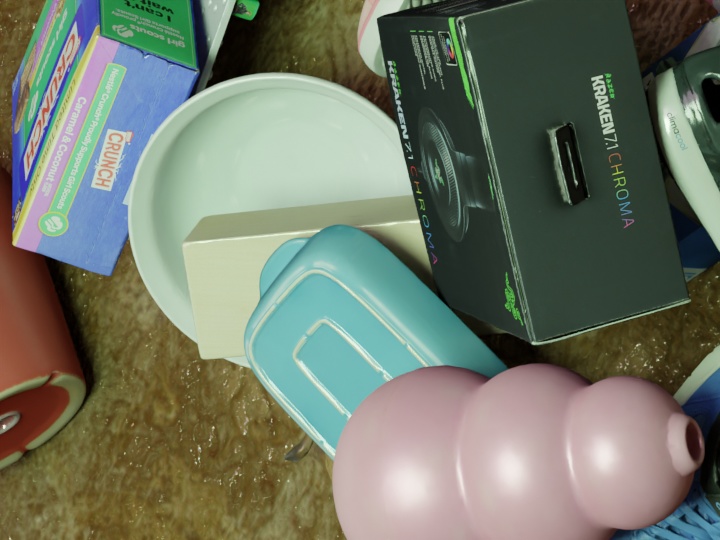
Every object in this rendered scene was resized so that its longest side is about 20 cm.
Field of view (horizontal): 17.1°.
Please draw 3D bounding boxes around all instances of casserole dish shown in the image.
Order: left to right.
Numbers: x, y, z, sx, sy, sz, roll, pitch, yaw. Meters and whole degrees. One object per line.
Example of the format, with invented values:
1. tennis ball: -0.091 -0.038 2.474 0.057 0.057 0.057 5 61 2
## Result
1. casserole dish: 0.010 0.066 1.382 0.200 0.039 0.121 45 122 7

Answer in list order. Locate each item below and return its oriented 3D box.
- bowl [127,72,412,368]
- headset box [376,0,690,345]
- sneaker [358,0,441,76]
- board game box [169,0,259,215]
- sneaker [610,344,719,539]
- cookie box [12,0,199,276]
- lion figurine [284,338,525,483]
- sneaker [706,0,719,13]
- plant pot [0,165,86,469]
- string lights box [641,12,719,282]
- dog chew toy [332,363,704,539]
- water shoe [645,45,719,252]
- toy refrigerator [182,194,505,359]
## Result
1. bowl: -0.042 -0.043 1.521 0.200 0.090 0.202 3 114 8
2. headset box: 0.091 -0.062 1.285 0.200 0.092 0.175 -153 49 -75
3. sneaker: 0.044 -0.224 1.484 0.105 0.075 0.201 42 108 35
4. board game box: -0.123 -0.137 1.621 0.201 0.026 0.200 -69 22 14
5. sneaker: 0.180 0.130 1.279 0.200 0.077 0.111 -49 19 -3
6. cookie box: -0.172 -0.127 1.589 0.200 0.075 0.172 -102 33 -53
7. lion figurine: 0.016 0.088 1.468 0.199 0.072 0.123 8 126 37
8. sneaker: 0.219 -0.248 1.329 0.105 0.075 0.201 41 118 32
9. plant pot: -0.299 0.046 1.726 0.200 0.200 0.178 -45 68 31
10. string lights box: 0.214 -0.083 1.332 0.200 0.059 0.103 -38 61 35
11. dog chew toy: 0.086 0.105 1.259 0.199 0.124 0.125 -11 78 31
12. water shoe: 0.226 -0.030 1.251 0.079 0.200 0.072 -29 23 23
13. toy refrigerator: 0.000 0.000 1.449 0.199 0.070 0.076 -6 106 10
